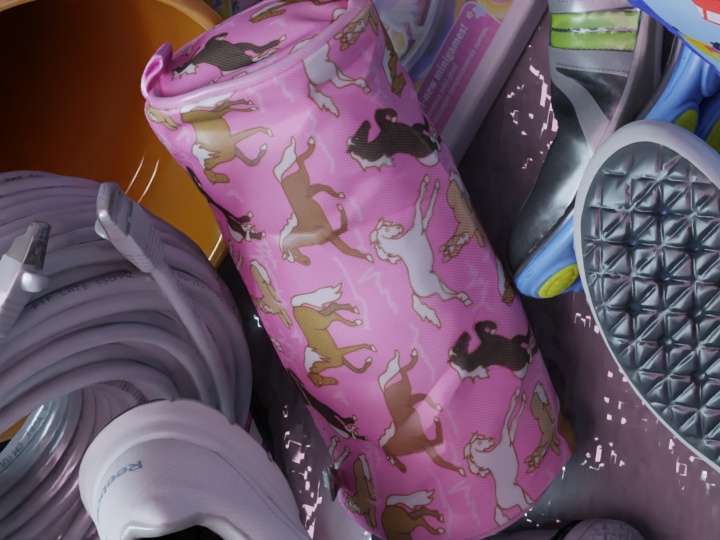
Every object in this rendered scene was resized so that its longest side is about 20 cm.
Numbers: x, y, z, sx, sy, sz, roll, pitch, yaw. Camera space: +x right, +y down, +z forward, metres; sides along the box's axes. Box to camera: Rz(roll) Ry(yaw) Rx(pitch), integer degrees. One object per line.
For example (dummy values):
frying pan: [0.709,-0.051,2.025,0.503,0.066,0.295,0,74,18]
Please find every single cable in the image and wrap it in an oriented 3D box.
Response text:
cable: [-0.125,0.063,0.853,0.069,0.200,0.200,38,87,30]

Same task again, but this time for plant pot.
plant pot: [-0.167,-0.067,0.914,0.183,0.200,0.201,46,122,36]

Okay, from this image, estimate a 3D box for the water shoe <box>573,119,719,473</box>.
water shoe: [0.143,0.034,0.802,0.071,0.079,0.200,-37,90,31]

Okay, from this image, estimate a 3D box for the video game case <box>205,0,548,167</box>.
video game case: [-0.027,-0.123,0.916,0.200,0.018,0.144,40,119,19]

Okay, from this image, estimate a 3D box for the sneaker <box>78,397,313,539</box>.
sneaker: [-0.011,0.126,0.815,0.200,0.087,0.075,35,103,-12]

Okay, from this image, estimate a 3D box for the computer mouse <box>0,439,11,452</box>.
computer mouse: [-0.190,0.044,1.039,0.200,0.044,0.110,56,138,7]

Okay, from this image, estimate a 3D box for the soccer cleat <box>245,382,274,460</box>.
soccer cleat: [-0.067,0.100,0.958,0.068,0.073,0.201,-22,89,35]

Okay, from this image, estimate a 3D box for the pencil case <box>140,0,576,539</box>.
pencil case: [0.000,0.000,0.854,0.083,0.086,0.201,15,135,57]

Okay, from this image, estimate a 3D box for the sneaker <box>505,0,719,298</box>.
sneaker: [0.092,-0.084,0.827,0.083,0.071,0.200,32,115,36]

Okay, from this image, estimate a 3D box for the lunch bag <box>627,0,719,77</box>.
lunch bag: [0.162,-0.059,0.696,0.150,0.200,0.094,27,104,24]

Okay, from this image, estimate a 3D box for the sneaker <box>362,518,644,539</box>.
sneaker: [0.049,0.184,0.908,0.114,0.075,0.201,4,98,32]
